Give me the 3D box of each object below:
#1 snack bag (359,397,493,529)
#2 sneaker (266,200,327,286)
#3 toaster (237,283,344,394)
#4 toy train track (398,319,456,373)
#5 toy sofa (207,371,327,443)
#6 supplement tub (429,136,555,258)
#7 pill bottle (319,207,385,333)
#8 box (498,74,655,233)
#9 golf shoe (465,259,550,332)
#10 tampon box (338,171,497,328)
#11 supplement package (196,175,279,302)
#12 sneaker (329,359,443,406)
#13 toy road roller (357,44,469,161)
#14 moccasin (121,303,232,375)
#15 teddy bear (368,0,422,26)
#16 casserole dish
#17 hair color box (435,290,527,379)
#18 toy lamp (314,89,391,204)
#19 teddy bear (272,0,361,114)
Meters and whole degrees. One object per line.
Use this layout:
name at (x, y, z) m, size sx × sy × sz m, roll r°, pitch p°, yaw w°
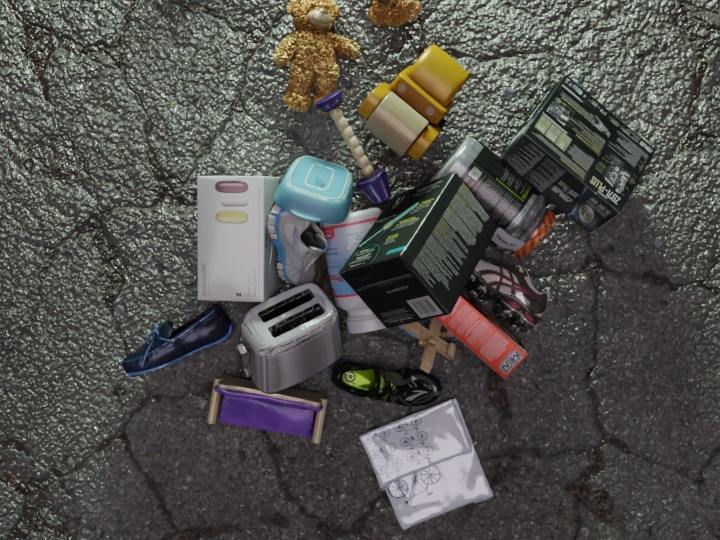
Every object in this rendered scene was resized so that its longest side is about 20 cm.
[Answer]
snack bag at (0.118, 0.351, 1.465) m, size 0.188 × 0.021 × 0.201 m, roll -21°, pitch 95°, yaw 2°
sneaker at (-0.092, -0.032, 1.354) m, size 0.086 × 0.200 × 0.075 m, roll 18°, pitch 60°, yaw 21°
toaster at (-0.108, 0.108, 1.365) m, size 0.199 × 0.129 × 0.114 m, roll -25°, pitch 55°, yaw -18°
toy train track at (0.103, 0.099, 1.383) m, size 0.200 × 0.032 × 0.115 m, roll 34°, pitch 59°, yaw -34°
toy sofa at (-0.161, 0.241, 1.421) m, size 0.199 × 0.098 × 0.083 m, roll 11°, pitch 96°, yaw -1°
supplement tub at (0.220, -0.119, 1.371) m, size 0.200 × 0.123 × 0.123 m, roll 39°, pitch 95°, yaw -2°
pill bottle at (0.000, 0.000, 1.392) m, size 0.108 × 0.109 × 0.201 m, roll -11°, pitch 94°, yaw 2°
box at (0.357, -0.191, 1.344) m, size 0.200 × 0.086 × 0.164 m, roll 38°, pitch 61°, yaw -3°
golf shoe at (0.237, 0.017, 1.418) m, size 0.200 × 0.077 × 0.088 m, roll 42°, pitch 75°, yaw -6°
tampon box at (0.094, -0.031, 1.297) m, size 0.126 × 0.150 × 0.200 m, roll 50°, pitch 52°, yaw -20°
supplement package at (-0.201, -0.057, 1.364) m, size 0.110 × 0.156 × 0.201 m, roll 1°, pitch 96°, yaw 4°
sneaker at (0.043, 0.201, 1.422) m, size 0.199 × 0.083 × 0.071 m, roll 10°, pitch 96°, yaw 0°
toy road roller at (0.095, -0.279, 1.322) m, size 0.123 × 0.200 × 0.146 m, roll 39°, pitch 117°, yaw -2°
moccasin at (-0.325, 0.115, 1.428) m, size 0.199 × 0.080 × 0.068 m, roll -25°, pitch 109°, yaw -10°
teddy bear at (0.052, -0.512, 1.356) m, size 0.144 × 0.067 × 0.201 m, roll 19°, pitch 96°, yaw 1°
casserole dish at (-0.070, -0.137, 1.335) m, size 0.121 × 0.200 × 0.039 m, roll 17°, pitch 119°, yaw -2°
hair color box at (0.187, 0.087, 1.394) m, size 0.200 × 0.102 × 0.061 m, roll 42°, pitch 100°, yaw -7°
toy lamp at (-0.008, -0.205, 1.386) m, size 0.058 × 0.058 × 0.200 m, roll -27°, pitch 107°, yaw 3°
teddy bear at (-0.077, -0.363, 1.381) m, size 0.145 × 0.067 × 0.201 m, roll 20°, pitch 96°, yaw -3°
